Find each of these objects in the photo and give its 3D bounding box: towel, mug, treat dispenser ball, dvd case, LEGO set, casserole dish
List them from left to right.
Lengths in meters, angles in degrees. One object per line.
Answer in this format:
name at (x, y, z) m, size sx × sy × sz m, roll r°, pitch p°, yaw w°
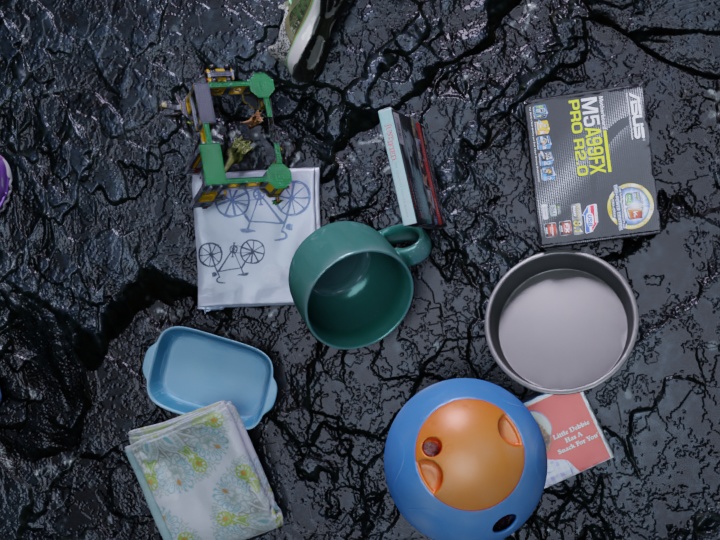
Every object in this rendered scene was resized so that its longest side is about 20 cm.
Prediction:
towel at (-0.221, 0.293, 1.442) m, size 0.170 × 0.048 × 0.201 m, roll -21°, pitch 97°, yaw 16°
casserole dish at (-0.209, 0.151, 1.465) m, size 0.198 × 0.039 × 0.122 m, roll 15°, pitch 92°, yaw 8°
LEGO set at (-0.181, -0.171, 1.435) m, size 0.153 × 0.116 × 0.202 m, roll -15°, pitch 81°, yaw -25°
mug at (-0.005, 0.010, 1.387) m, size 0.183 × 0.115 × 0.153 m, roll -7°, pitch 121°, yaw -20°
dvd case at (0.070, -0.127, 1.341) m, size 0.022 × 0.200 × 0.147 m, roll -13°, pitch 88°, yaw 14°
treat dispenser ball at (0.127, 0.233, 1.261) m, size 0.199 × 0.201 × 0.203 m, roll 0°, pitch 90°, yaw 9°

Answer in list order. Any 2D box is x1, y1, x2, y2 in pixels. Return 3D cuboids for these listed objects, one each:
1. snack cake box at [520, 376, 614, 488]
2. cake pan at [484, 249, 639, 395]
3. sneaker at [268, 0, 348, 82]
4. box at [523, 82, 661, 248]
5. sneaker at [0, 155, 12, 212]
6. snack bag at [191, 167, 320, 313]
snack cake box at (0.223, 0.234, 1.381) m, size 0.199 × 0.067 × 0.116 m, roll -26°, pitch 84°, yaw 8°
cake pan at (0.264, 0.071, 1.356) m, size 0.198 × 0.037 × 0.202 m, roll -7°, pitch 65°, yaw 14°
sneaker at (-0.076, -0.368, 1.429) m, size 0.088 × 0.077 × 0.201 m, roll 28°, pitch 101°, yaw 25°
box at (0.308, -0.138, 1.382) m, size 0.159 × 0.044 × 0.202 m, roll -6°, pitch 89°, yaw 9°
sneaker at (-0.585, -0.085, 1.502) m, size 0.080 × 0.088 × 0.201 m, roll 35°, pitch 94°, yaw 9°
snack bag at (-0.144, -0.043, 1.465) m, size 0.187 × 0.021 × 0.202 m, roll -3°, pitch 89°, yaw 10°
